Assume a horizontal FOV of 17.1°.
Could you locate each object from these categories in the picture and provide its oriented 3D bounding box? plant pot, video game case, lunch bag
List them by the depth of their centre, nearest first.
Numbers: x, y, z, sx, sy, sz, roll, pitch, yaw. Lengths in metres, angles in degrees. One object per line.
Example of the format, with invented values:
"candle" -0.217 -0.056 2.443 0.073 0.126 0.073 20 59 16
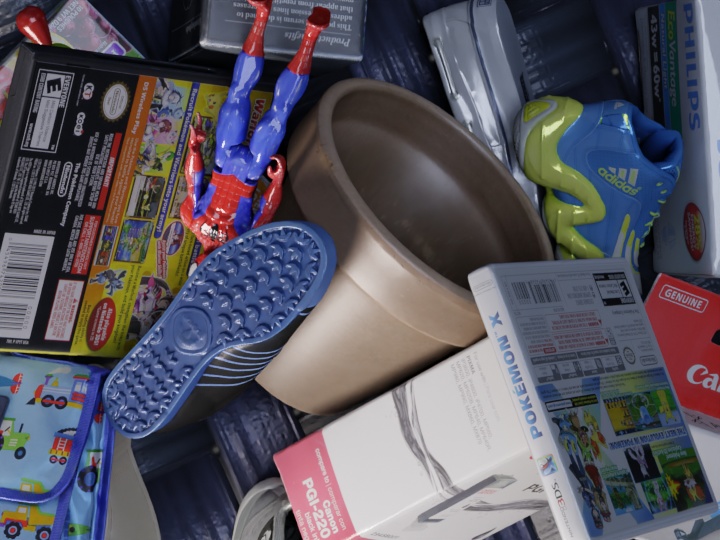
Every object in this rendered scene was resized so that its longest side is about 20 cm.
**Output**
"video game case" 0.150 0.080 1.518 0.022 0.200 0.182 -25 79 28
"video game case" -0.155 -0.039 1.538 0.181 0.025 0.200 5 110 -33
"lunch bag" -0.242 0.138 1.565 0.150 0.094 0.200 4 77 20
"plant pot" 0.000 0.000 1.592 0.200 0.200 0.175 39 120 -11

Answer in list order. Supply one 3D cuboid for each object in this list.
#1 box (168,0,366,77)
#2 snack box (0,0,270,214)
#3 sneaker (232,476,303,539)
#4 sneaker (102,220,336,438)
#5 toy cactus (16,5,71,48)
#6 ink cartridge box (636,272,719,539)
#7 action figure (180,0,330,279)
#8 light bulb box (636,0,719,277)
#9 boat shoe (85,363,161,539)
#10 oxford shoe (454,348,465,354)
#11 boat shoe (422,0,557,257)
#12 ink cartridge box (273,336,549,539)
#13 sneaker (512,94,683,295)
"box" -0.058 -0.235 1.591 0.107 0.148 0.200 5 89 -14
"snack box" -0.171 -0.068 1.619 0.200 0.053 0.142 45 82 -11
"sneaker" -0.062 0.241 1.616 0.075 0.115 0.200 8 88 -14
"sneaker" -0.080 0.033 1.528 0.200 0.078 0.070 -40 78 26
"toy cactus" -0.234 -0.055 1.539 0.200 0.102 0.165 -47 110 -7
"ink cartridge box" 0.247 0.112 1.676 0.200 0.045 0.176 19 106 -32
"action figure" -0.074 -0.075 1.507 0.065 0.052 0.200 19 115 3
"light bulb box" 0.313 -0.100 1.699 0.200 0.125 0.199 -4 92 -14
"boat shoe" -0.185 0.162 1.625 0.063 0.073 0.200 -7 99 28
"oxford shoe" 0.096 0.043 1.678 0.071 0.073 0.200 -34 98 -11
"boat shoe" 0.092 -0.093 1.686 0.065 0.074 0.200 -11 100 17
"ink cartridge box" 0.069 0.120 1.582 0.200 0.146 0.085 -32 66 26
"sneaker" 0.181 -0.041 1.650 0.200 0.105 0.076 58 32 -41
